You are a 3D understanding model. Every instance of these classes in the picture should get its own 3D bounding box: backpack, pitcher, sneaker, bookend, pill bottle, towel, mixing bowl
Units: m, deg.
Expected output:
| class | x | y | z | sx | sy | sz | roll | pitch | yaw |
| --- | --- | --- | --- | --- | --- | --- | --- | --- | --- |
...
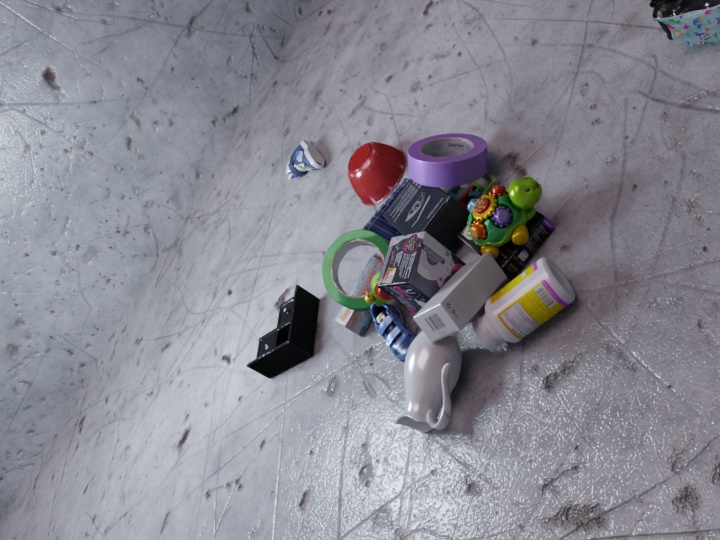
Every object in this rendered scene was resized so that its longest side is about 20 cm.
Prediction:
| class | x | y | z | sx | sy | sz | roll | pitch | yaw |
| --- | --- | --- | --- | --- | --- | --- | --- | --- | --- |
| backpack | 0.699 | -0.545 | 1.366 | 0.199 | 0.149 | 0.180 | 4 | 68 | 62 |
| pitcher | 0.155 | 0.231 | 1.452 | 0.171 | 0.120 | 0.204 | -18 | 53 | 64 |
| sneaker | -0.208 | -0.372 | 2.528 | 0.147 | 0.080 | 0.201 | -55 | 34 | 19 |
| bookend | -0.225 | 0.181 | 2.046 | 0.197 | 0.092 | 0.203 | -30 | 40 | 36 |
| sneaker | 0.077 | 0.145 | 1.676 | 0.074 | 0.082 | 0.200 | -48 | 34 | 9 |
| pill bottle | 0.319 | 0.072 | 1.388 | 0.199 | 0.104 | 0.105 | -41 | 35 | 24 |
| towel | 0.092 | -0.146 | 1.866 | 0.201 | 0.144 | 0.024 | -50 | 59 | 11 |
| mixing bowl | 0.031 | -0.311 | 2.112 | 0.199 | 0.108 | 0.203 | -35 | 38 | 33 |

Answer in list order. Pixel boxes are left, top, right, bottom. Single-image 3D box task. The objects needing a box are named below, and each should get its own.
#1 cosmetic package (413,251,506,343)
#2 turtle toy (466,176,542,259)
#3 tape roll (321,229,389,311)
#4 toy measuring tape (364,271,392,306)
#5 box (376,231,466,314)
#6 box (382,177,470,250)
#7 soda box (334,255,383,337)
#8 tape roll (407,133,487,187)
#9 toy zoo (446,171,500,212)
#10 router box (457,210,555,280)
| class | x | y | z | sx | sy | sz | roll | pitch | yaw |
| --- | --- | --- | --- | --- | --- | --- | --- | --- | --- |
| cosmetic package | 0.210 | 0.055 | 1.456 | 0.200 | 0.072 | 0.101 | -42 | 5 | -37 |
| turtle toy | 0.303 | -0.126 | 1.488 | 0.198 | 0.101 | 0.148 | -31 | 41 | 31 |
| tape roll | 0.000 | 0.000 | 1.781 | 0.196 | 0.048 | 0.205 | -3 | 79 | 16 |
| toy measuring tape | 0.091 | 0.017 | 1.676 | 0.198 | 0.074 | 0.074 | -31 | 37 | 10 |
| box | 0.155 | 0.020 | 1.567 | 0.114 | 0.199 | 0.134 | -6 | 57 | 48 |
| box | 0.166 | -0.134 | 1.736 | 0.149 | 0.104 | 0.200 | -51 | 33 | 8 |
| soda box | 0.017 | 0.067 | 1.838 | 0.202 | 0.068 | 0.063 | -59 | 32 | -4 |
| tape roll | 0.217 | -0.276 | 1.733 | 0.196 | 0.067 | 0.201 | -6 | 29 | 3 |
| toy zoo | 0.255 | -0.175 | 1.769 | 0.201 | 0.020 | 0.132 | -51 | 32 | 11 |
| router box | 0.323 | -0.087 | 1.570 | 0.150 | 0.051 | 0.200 | -51 | 33 | 7 |
